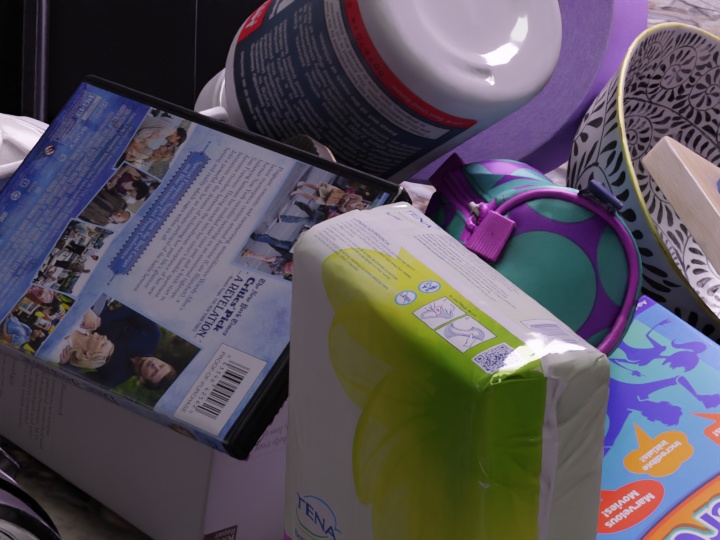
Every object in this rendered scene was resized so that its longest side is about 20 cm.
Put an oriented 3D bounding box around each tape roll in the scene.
[{"bbox_3d":[0.055,-0.146,1.537,0.199,0.201,0.066,19,7,22],"label":"tape roll"}]

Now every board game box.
[{"bbox_3d":[0.136,0.104,1.257,0.152,0.045,0.200,-31,41,-21],"label":"board game box"}]

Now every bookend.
[{"bbox_3d":[-0.108,-0.118,1.577,0.199,0.093,0.199,0,5,-15],"label":"bookend"}]

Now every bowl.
[{"bbox_3d":[0.170,-0.022,1.491,0.200,0.094,0.201,30,45,-35],"label":"bowl"}]

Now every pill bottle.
[{"bbox_3d":[0.000,-0.101,1.428,0.119,0.120,0.200,-15,-10,-39],"label":"pill bottle"}]

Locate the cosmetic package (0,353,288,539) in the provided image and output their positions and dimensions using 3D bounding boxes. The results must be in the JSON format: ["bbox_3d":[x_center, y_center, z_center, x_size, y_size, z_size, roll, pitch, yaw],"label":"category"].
[{"bbox_3d":[-0.098,0.052,1.313,0.200,0.081,0.113,27,29,36],"label":"cosmetic package"}]

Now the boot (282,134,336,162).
[{"bbox_3d":[0.000,0.000,1.358,0.138,0.078,0.200,34,0,-17],"label":"boot"}]

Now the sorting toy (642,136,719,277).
[{"bbox_3d":[0.262,0.014,1.371,0.198,0.070,0.200,27,23,-36],"label":"sorting toy"}]

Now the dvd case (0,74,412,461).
[{"bbox_3d":[-0.090,-0.006,1.256,0.200,0.018,0.143,21,67,35],"label":"dvd case"}]

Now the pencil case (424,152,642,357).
[{"bbox_3d":[0.078,-0.008,1.327,0.092,0.085,0.200,46,0,-7],"label":"pencil case"}]

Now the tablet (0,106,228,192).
[{"bbox_3d":[-0.158,-0.016,1.386,0.200,0.130,0.014,-19,56,-43],"label":"tablet"}]

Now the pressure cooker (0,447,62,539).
[{"bbox_3d":[-0.197,0.130,1.023,0.176,0.179,0.200,-41,47,-18],"label":"pressure cooker"}]

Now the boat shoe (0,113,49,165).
[{"bbox_3d":[-0.217,-0.059,1.412,0.199,0.071,0.070,27,11,-11],"label":"boat shoe"}]

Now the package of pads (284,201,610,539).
[{"bbox_3d":[0.030,0.089,1.133,0.068,0.201,0.154,-14,32,-28],"label":"package of pads"}]
